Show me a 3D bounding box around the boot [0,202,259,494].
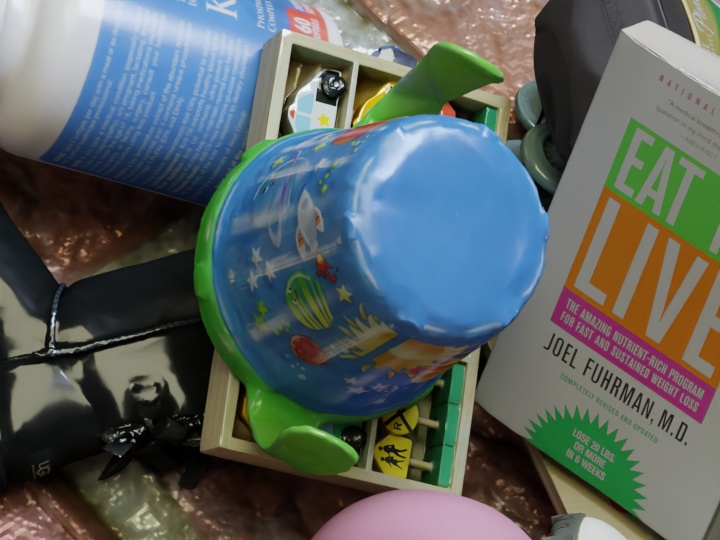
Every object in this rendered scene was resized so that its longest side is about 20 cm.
[{"bbox_3d":[-0.127,0.013,1.138,0.161,0.073,0.199,-11,67,-13],"label":"boot"}]

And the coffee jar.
[{"bbox_3d":[0.177,-0.076,1.145,0.199,0.085,0.105,18,43,-31],"label":"coffee jar"}]

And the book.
[{"bbox_3d":[0.139,0.008,1.054,0.133,0.201,0.048,34,32,24],"label":"book"}]

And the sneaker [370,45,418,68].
[{"bbox_3d":[0.016,-0.017,1.189,0.085,0.077,0.201,15,64,-10],"label":"sneaker"}]

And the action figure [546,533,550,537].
[{"bbox_3d":[0.146,0.163,1.100,0.199,0.052,0.066,16,51,5],"label":"action figure"}]

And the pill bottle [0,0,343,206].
[{"bbox_3d":[-0.117,-0.100,1.153,0.199,0.112,0.113,15,54,-25],"label":"pill bottle"}]

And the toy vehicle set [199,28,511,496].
[{"bbox_3d":[0.000,0.000,1.114,0.124,0.026,0.201,14,74,-23],"label":"toy vehicle set"}]

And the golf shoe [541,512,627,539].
[{"bbox_3d":[0.155,0.175,1.026,0.200,0.088,0.077,53,27,-12],"label":"golf shoe"}]

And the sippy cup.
[{"bbox_3d":[0.012,-0.007,1.033,0.139,0.130,0.179,-9,84,-26],"label":"sippy cup"}]

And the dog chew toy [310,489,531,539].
[{"bbox_3d":[0.018,0.199,1.019,0.124,0.125,0.201,12,65,-2],"label":"dog chew toy"}]

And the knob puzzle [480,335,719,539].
[{"bbox_3d":[0.169,0.074,1.164,0.218,0.031,0.220,7,41,-6],"label":"knob puzzle"}]

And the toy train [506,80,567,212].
[{"bbox_3d":[0.129,-0.050,1.207,0.114,0.085,0.200,29,42,-5],"label":"toy train"}]
